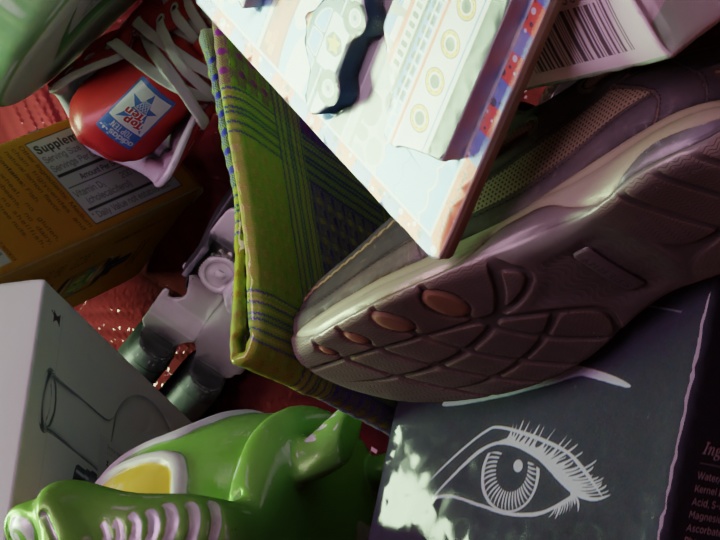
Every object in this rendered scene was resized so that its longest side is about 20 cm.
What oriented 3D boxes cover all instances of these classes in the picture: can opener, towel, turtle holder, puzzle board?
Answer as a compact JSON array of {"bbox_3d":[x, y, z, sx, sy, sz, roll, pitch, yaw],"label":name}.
[{"bbox_3d":[-0.084,0.042,1.196,0.200,0.053,0.066,-51,11,26],"label":"can opener"},{"bbox_3d":[0.000,0.000,0.990,0.023,0.200,0.144,-20,64,23],"label":"towel"},{"bbox_3d":[-0.055,0.127,1.010,0.131,0.185,0.141,-6,100,23],"label":"turtle holder"},{"bbox_3d":[0.015,-0.126,0.811,0.151,0.017,0.200,49,131,36],"label":"puzzle board"}]

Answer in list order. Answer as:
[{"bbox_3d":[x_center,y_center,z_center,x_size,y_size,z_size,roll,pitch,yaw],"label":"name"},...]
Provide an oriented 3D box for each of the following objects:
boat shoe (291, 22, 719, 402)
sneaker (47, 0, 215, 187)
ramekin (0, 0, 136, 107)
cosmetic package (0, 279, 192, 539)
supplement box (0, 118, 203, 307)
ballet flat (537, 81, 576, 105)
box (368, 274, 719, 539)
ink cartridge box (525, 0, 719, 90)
[{"bbox_3d":[0.061,-0.018,0.859,0.200,0.074,0.073,-26,46,32],"label":"boat shoe"},{"bbox_3d":[-0.066,-0.105,1.129,0.113,0.071,0.200,-51,6,-29],"label":"sneaker"},{"bbox_3d":[-0.128,-0.163,1.109,0.098,0.200,0.200,43,122,-1],"label":"ramekin"},{"bbox_3d":[-0.128,0.126,1.074,0.052,0.151,0.200,-7,61,23],"label":"cosmetic package"},{"bbox_3d":[-0.158,-0.013,1.169,0.069,0.200,0.067,48,123,11],"label":"supplement box"},{"bbox_3d":[0.129,-0.105,0.971,0.200,0.067,0.046,-58,12,20],"label":"ballet flat"},{"bbox_3d":[0.089,0.088,0.921,0.148,0.104,0.200,12,88,51],"label":"box"},{"bbox_3d":[0.107,-0.123,0.875,0.161,0.200,0.050,-9,111,58],"label":"ink cartridge box"}]
